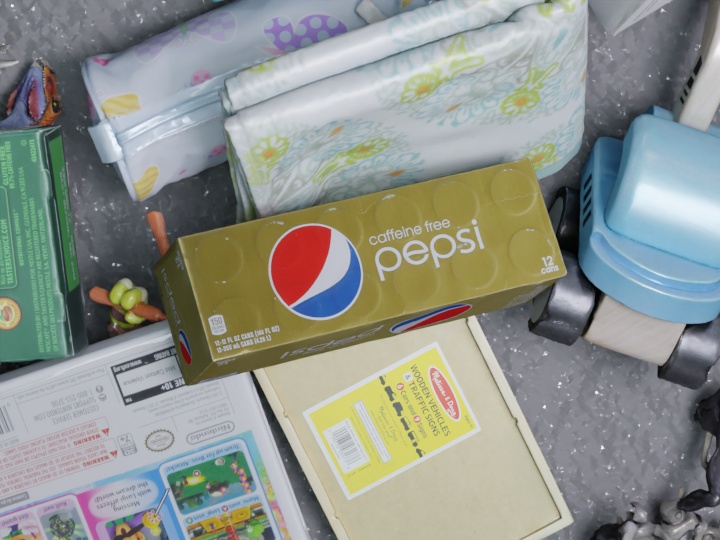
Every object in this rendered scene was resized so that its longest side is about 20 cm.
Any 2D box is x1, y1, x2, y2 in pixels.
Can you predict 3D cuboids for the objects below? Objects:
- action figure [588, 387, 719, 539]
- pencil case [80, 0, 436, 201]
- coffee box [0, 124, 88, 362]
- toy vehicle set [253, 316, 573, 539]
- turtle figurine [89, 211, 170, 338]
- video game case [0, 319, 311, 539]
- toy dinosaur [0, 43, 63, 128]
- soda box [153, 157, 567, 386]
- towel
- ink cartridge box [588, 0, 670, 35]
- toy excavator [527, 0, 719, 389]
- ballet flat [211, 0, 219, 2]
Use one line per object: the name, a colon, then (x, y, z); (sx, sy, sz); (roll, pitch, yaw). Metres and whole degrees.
action figure: (0.180, 0.165, 1.536); (0.119, 0.102, 0.201); (32, 92, -20)
pencil case: (-0.049, -0.105, 1.483); (0.199, 0.091, 0.084); (-20, 117, -1)
coffee box: (-0.248, -0.009, 1.452); (0.198, 0.044, 0.124); (-5, 98, 10)
toy vehicle set: (0.021, 0.079, 1.546); (0.124, 0.027, 0.201); (-26, 99, -1)
turtle figurine: (-0.139, 0.072, 1.512); (0.160, 0.064, 0.201); (-13, 107, 4)
video game case: (-0.136, 0.131, 1.485); (0.199, 0.024, 0.183); (-18, 107, 5)
toy dinosaur: (-0.247, -0.135, 1.488); (0.199, 0.105, 0.182); (-10, 116, 34)
soda box: (0.000, 0.000, 1.435); (0.199, 0.064, 0.068); (-13, 80, -20)
towel: (0.024, -0.076, 1.443); (0.199, 0.171, 0.048); (-20, 69, -5)
ink cartridge box: (0.179, -0.240, 1.452); (0.199, 0.083, 0.147); (-33, 86, -16)
toy excavator: (0.175, -0.068, 1.495); (0.099, 0.195, 0.201); (20, 124, -7)
ballet flat: (-0.003, -0.189, 1.437); (0.199, 0.069, 0.063); (-12, 104, 18)
